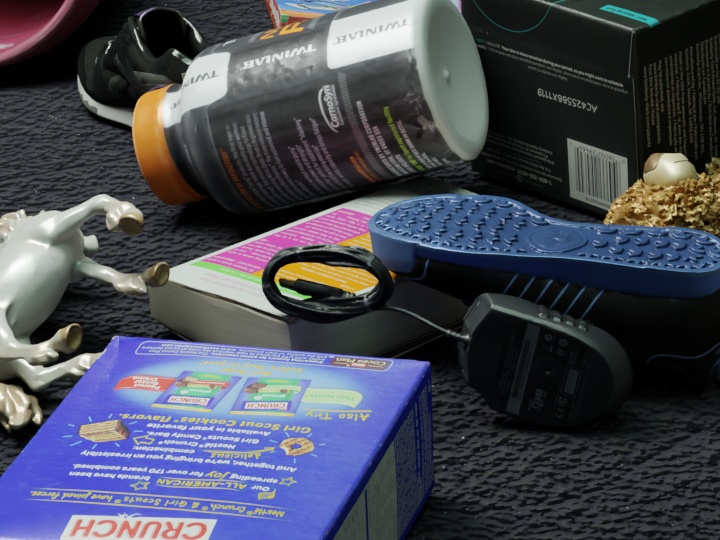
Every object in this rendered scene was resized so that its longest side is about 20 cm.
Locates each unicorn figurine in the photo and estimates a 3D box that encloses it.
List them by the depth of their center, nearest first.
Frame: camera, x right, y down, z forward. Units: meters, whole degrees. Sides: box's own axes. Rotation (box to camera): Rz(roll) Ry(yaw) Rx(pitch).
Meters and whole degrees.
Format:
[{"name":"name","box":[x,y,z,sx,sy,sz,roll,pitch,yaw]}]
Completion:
[{"name":"unicorn figurine","box":[-0.172,0.008,1.595,0.137,0.074,0.200,0,29,37]}]

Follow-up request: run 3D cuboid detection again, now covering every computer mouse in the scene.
[{"name":"computer mouse","box":[0.045,0.028,1.495,0.199,0.059,0.034,21,24,11]}]

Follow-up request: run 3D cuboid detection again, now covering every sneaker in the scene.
[{"name":"sneaker","box":[0.097,0.014,1.525,0.199,0.078,0.070,10,30,24]},{"name":"sneaker","box":[-0.128,-0.135,1.879,0.076,0.088,0.200,-16,26,-23]}]

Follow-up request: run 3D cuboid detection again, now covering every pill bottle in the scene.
[{"name":"pill bottle","box":[-0.033,-0.093,1.726,0.199,0.106,0.106,-13,21,22]}]

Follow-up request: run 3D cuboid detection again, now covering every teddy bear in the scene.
[{"name":"teddy bear","box":[0.233,-0.038,1.628,0.199,0.067,0.145,1,23,12]}]

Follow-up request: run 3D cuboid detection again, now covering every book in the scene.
[{"name":"book","box":[0.000,0.000,1.620,0.200,0.048,0.133,-21,28,-33]}]

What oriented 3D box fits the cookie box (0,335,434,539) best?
[{"name":"cookie box","box":[-0.073,0.111,1.359,0.171,0.075,0.200,4,26,18]}]

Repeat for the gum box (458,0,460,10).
[{"name":"gum box","box":[0.166,-0.204,1.952,0.199,0.066,0.114,7,24,-3]}]

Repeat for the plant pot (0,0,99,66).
[{"name":"plant pot","box":[-0.245,-0.247,2.043,0.199,0.201,0.179,3,11,17]}]

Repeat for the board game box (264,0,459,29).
[{"name":"board game box","box":[0.039,-0.166,1.935,0.199,0.020,0.103,5,19,-9]}]

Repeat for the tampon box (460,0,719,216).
[{"name":"tampon box","box":[0.182,-0.131,1.763,0.200,0.127,0.150,-24,31,-36]}]
